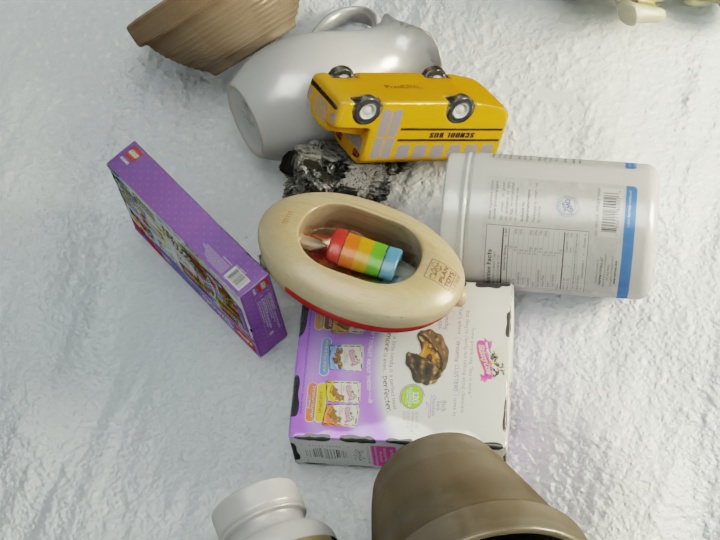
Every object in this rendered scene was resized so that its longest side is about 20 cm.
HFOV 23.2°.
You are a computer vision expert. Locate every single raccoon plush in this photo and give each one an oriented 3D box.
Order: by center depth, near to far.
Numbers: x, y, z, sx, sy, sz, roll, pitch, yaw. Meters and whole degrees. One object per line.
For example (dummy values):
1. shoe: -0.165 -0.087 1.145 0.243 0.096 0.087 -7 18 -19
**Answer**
1. raccoon plush: -0.011 -0.051 1.731 0.200 0.134 0.097 -9 40 -37

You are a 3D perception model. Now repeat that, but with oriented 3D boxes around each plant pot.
1. plant pot: 0.086 0.237 1.499 0.200 0.200 0.174 -19 38 -5
2. plant pot: -0.132 -0.263 1.795 0.201 0.201 0.093 -32 98 -12

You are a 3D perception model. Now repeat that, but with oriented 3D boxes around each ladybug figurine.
1. ladybug figurine: 0.000 0.000 1.597 0.200 0.072 0.136 22 48 7

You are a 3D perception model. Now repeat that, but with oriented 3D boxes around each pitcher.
1. pitcher: -0.040 -0.200 1.783 0.200 0.121 0.172 -25 39 -17

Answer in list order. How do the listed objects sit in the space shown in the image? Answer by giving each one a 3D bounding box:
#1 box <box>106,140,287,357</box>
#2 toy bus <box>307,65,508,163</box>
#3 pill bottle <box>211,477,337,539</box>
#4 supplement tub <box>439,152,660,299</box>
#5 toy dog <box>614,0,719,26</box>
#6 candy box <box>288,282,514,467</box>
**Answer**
1. box: -0.155 -0.020 1.673 0.039 0.137 0.200 -40 67 -14
2. toy bus: 0.044 -0.151 1.707 0.200 0.078 0.065 -4 37 -31
3. pill bottle: -0.057 0.285 1.521 0.111 0.111 0.200 -23 63 -8
4. supplement tub: 0.179 -0.043 1.664 0.200 0.132 0.132 5 63 7
5. toy dog: 0.285 -0.339 1.810 0.200 0.140 0.194 -6 49 1
6. candy box: 0.042 0.097 1.635 0.200 0.072 0.168 3 62 6
